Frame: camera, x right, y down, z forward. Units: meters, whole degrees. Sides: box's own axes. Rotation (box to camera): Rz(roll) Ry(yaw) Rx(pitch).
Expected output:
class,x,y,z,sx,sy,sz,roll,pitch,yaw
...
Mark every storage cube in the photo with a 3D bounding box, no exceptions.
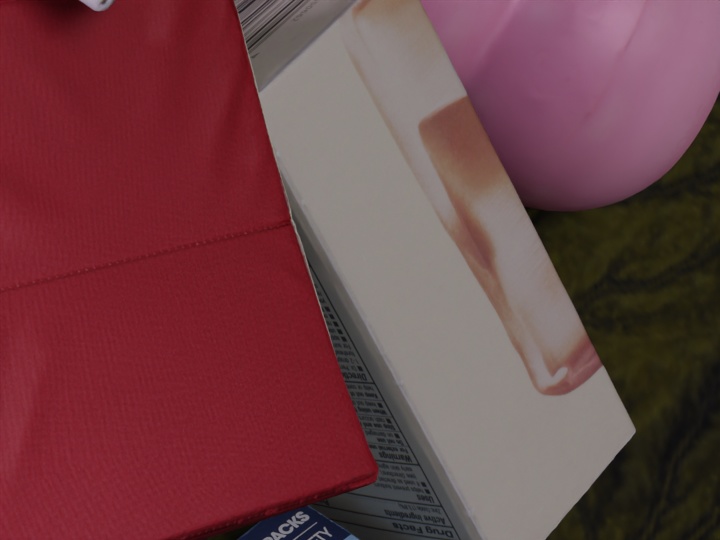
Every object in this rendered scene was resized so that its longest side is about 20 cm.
class,x,y,z,sx,sy,sz,roll,pitch,yaw
storage cube,-0.133,0.021,0.913,0.179,0.200,0.172,-14,84,-40

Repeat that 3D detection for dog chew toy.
class,x,y,z,sx,sy,sz,roll,pitch,yaw
dog chew toy,0.036,-0.106,1.097,0.199,0.124,0.125,27,64,-14

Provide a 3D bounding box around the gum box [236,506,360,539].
class,x,y,z,sx,sy,sz,roll,pitch,yaw
gum box,-0.006,0.178,0.961,0.170,0.200,0.045,-36,141,-32

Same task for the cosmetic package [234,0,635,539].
class,x,y,z,sx,sy,sz,roll,pitch,yaw
cosmetic package,0.000,0.000,1.020,0.087,0.103,0.201,-44,121,-31

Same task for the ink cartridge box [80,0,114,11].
class,x,y,z,sx,sy,sz,roll,pitch,yaw
ink cartridge box,-0.101,-0.172,0.915,0.144,0.085,0.200,31,19,-3
